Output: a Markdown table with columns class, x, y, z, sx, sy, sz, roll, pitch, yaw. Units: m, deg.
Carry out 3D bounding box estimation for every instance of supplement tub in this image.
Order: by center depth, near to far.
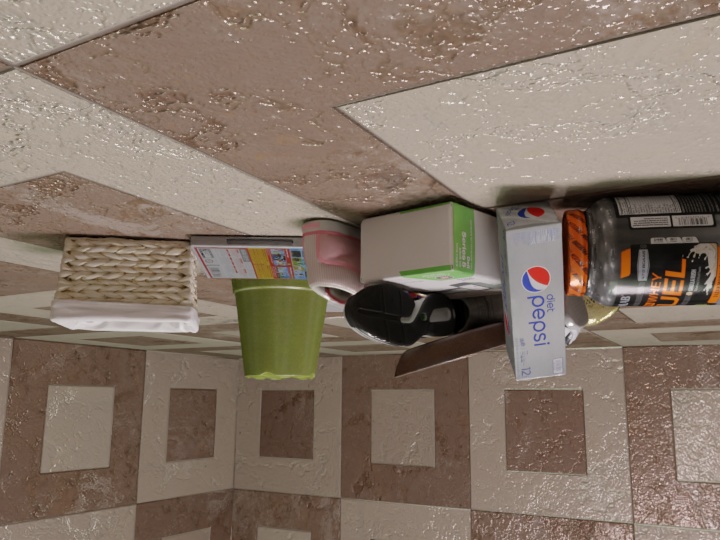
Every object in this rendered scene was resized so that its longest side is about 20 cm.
| class | x | y | z | sx | sy | sz | roll | pitch | yaw |
| --- | --- | --- | --- | --- | --- | --- | --- | --- | --- |
| supplement tub | 0.328 | -0.022 | 0.762 | 0.197 | 0.124 | 0.123 | -2 | 169 | 11 |

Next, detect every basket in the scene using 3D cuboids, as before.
| class | x | y | z | sx | sy | sz | roll | pitch | yaw |
| --- | --- | --- | --- | --- | --- | --- | --- | --- | --- |
| basket | -0.342 | 0.024 | 1.028 | 0.197 | 0.125 | 0.136 | 1 | 169 | -9 |

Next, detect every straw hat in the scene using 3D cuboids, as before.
| class | x | y | z | sx | sy | sz | roll | pitch | yaw |
| --- | --- | --- | --- | --- | --- | --- | --- | --- | --- |
| straw hat | 0.358 | 0.044 | 1.090 | 0.198 | 0.086 | 0.201 | -13 | 171 | -2 |

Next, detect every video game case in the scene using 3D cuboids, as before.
| class | x | y | z | sx | sy | sz | roll | pitch | yaw |
| --- | --- | --- | --- | --- | --- | --- | --- | --- | --- |
| video game case | -0.144 | -0.017 | 1.037 | 0.197 | 0.018 | 0.143 | 1 | 160 | -1 |

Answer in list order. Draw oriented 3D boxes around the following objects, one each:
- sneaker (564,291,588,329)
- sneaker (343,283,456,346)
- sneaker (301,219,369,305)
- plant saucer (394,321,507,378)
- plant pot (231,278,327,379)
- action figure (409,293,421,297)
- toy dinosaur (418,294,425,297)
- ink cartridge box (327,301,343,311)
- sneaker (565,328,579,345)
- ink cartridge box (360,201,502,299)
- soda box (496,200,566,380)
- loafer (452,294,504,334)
| class | x | y | z | sx | sy | sz | roll | pitch | yaw |
| --- | --- | --- | --- | --- | --- | --- | --- | --- | --- |
| sneaker | 0.247 | 0.037 | 0.943 | 0.098 | 0.071 | 0.201 | -27 | -161 | 20 |
| sneaker | 0.026 | 0.068 | 0.895 | 0.114 | 0.077 | 0.199 | -15 | 165 | 40 |
| sneaker | 0.000 | 0.000 | 0.943 | 0.075 | 0.106 | 0.199 | -14 | 163 | 42 |
| plant saucer | 0.138 | 0.108 | 0.967 | 0.198 | 0.035 | 0.200 | -17 | 171 | -3 |
| plant pot | -0.138 | 0.090 | 1.187 | 0.197 | 0.193 | 0.200 | 1 | 169 | 0 |
| action figure | 0.073 | 0.077 | 1.259 | 0.064 | 0.100 | 0.199 | -4 | 171 | 25 |
| toy dinosaur | 0.153 | 0.055 | 1.235 | 0.105 | 0.061 | 0.199 | -5 | 168 | 27 |
| ink cartridge box | -0.074 | 0.054 | 1.398 | 0.197 | 0.051 | 0.161 | 1 | 170 | 21 |
| sneaker | 0.246 | 0.077 | 1.045 | 0.113 | 0.076 | 0.200 | 11 | 160 | -13 |
| ink cartridge box | 0.117 | -0.019 | 0.887 | 0.144 | 0.085 | 0.199 | -8 | 167 | 42 |
| soda box | 0.201 | 0.026 | 0.808 | 0.063 | 0.202 | 0.068 | -8 | -154 | 5 |
| loafer | 0.146 | 0.065 | 1.051 | 0.069 | 0.071 | 0.200 | -7 | 170 | -21 |
